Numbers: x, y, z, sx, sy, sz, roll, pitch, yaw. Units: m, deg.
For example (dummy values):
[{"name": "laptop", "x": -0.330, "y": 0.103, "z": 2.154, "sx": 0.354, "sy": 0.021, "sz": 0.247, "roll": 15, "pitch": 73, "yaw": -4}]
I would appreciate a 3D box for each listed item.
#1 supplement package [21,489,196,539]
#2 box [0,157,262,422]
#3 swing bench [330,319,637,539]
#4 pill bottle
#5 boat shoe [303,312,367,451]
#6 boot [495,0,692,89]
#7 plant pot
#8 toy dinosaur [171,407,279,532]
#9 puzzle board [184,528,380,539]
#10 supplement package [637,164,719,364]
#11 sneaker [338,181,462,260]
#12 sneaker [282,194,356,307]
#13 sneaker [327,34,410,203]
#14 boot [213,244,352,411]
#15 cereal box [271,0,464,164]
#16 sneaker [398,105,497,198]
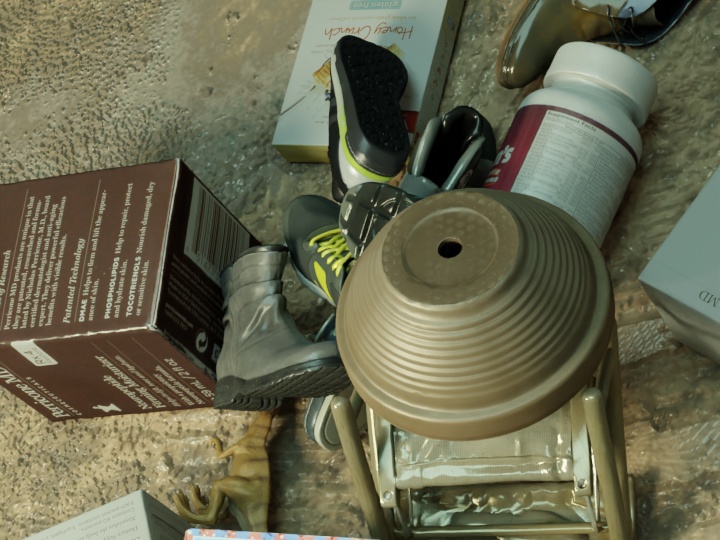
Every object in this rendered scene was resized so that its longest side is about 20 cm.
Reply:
[{"name": "supplement package", "x": -0.184, "y": 0.309, "z": 1.490, "sx": 0.152, "sy": 0.151, "sz": 0.200, "roll": -24, "pitch": 56, "yaw": 12}, {"name": "box", "x": -0.214, "y": 0.021, "z": 1.653, "sx": 0.200, "sy": 0.166, "sz": 0.164, "roll": -7, "pitch": 61, "yaw": 24}, {"name": "swing bench", "x": 0.098, "y": 0.153, "z": 1.419, "sx": 0.199, "sy": 0.200, "sz": 0.130, "roll": -3, "pitch": 24, "yaw": 14}, {"name": "pill bottle", "x": 0.165, "y": -0.080, "z": 1.558, "sx": 0.110, "sy": 0.110, "sz": 0.200, "roll": 15, "pitch": 71, "yaw": 32}, {"name": "boat shoe", "x": -0.003, "y": 0.056, "z": 1.588, "sx": 0.062, "sy": 0.075, "sz": 0.200, "roll": 14, "pitch": 69, "yaw": 30}, {"name": "boot", "x": 0.207, "y": -0.221, "z": 1.637, "sx": 0.200, "sy": 0.075, "sz": 0.097, "roll": -49, "pitch": 51, "yaw": -7}, {"name": "plant pot", "x": 0.073, "y": 0.011, "z": 1.326, "sx": 0.201, "sy": 0.093, "sz": 0.201, "roll": -8, "pitch": 54, "yaw": 11}, {"name": "toy dinosaur", "x": -0.095, "y": 0.189, "z": 1.569, "sx": 0.106, "sy": 0.060, "sz": 0.200, "roll": -17, "pitch": 58, "yaw": 15}, {"name": "puzzle board", "x": -0.067, "y": 0.285, "z": 1.360, "sx": 0.151, "sy": 0.017, "sz": 0.200, "roll": 2, "pitch": 67, "yaw": 12}, {"name": "supplement package", "x": 0.327, "y": -0.022, "z": 1.440, "sx": 0.121, "sy": 0.120, "sz": 0.200, "roll": 31, "pitch": 80, "yaw": 34}, {"name": "sneaker", "x": 0.072, "y": -0.011, "z": 1.464, "sx": 0.200, "sy": 0.079, "sz": 0.075, "roll": 28, "pitch": 109, "yaw": 28}, {"name": "sneaker", "x": 0.000, "y": 0.000, "z": 1.532, "sx": 0.074, "sy": 0.085, "sz": 0.200, "roll": -31, "pitch": 58, "yaw": -12}, {"name": "sneaker", "x": -0.007, "y": -0.126, "z": 1.634, "sx": 0.083, "sy": 0.072, "sz": 0.200, "roll": -56, "pitch": 20, "yaw": 33}, {"name": "boot", "x": -0.069, "y": 0.039, "z": 1.532, "sx": 0.200, "sy": 0.070, "sz": 0.132, "roll": -17, "pitch": 69, "yaw": 56}, {"name": "cereal box", "x": 0.010, "y": -0.192, "z": 1.738, "sx": 0.144, "sy": 0.040, "sz": 0.200, "roll": 2, "pitch": 65, "yaw": 27}, {"name": "sneaker", "x": 0.083, "y": -0.100, "z": 1.569, "sx": 0.075, "sy": 0.116, "sz": 0.200, "roll": 26, "pitch": 41, "yaw": 3}]
